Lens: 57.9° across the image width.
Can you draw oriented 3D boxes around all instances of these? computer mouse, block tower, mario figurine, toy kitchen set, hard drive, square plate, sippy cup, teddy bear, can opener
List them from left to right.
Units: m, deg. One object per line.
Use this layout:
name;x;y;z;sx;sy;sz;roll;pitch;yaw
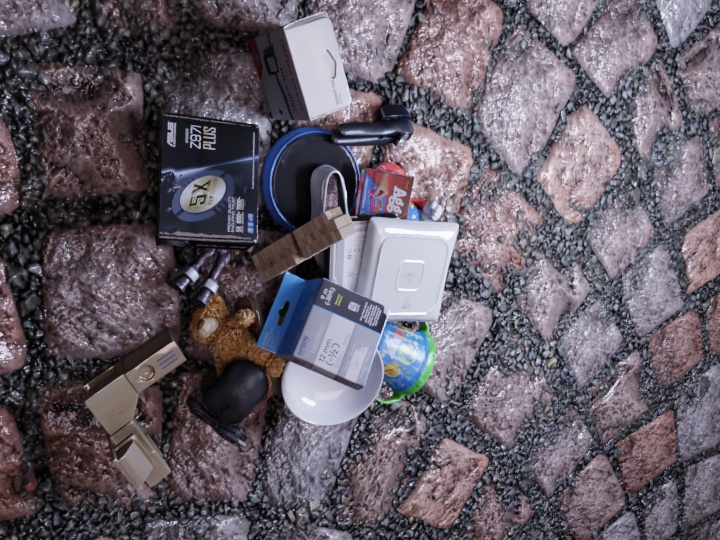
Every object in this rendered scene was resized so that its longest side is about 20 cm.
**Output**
toy kitchen set;-0.347;0.253;1.126;0.179;0.162;0.203;-34;114;-15
computer mouse;-0.232;0.240;1.167;0.137;0.053;0.201;36;125;-5
teddy bear;-0.224;0.136;1.165;0.202;0.144;0.067;55;36;-7
block tower;-0.101;-0.046;1.139;0.058;0.197;0.055;-28;91;-58
hard drive;0.000;0.000;1.202;0.136;0.038;0.205;-5;113;-21
can opener;0.025;-0.264;1.246;0.197;0.064;0.080;-19;67;-35
sippy cup;0.064;0.167;1.328;0.129;0.181;0.139;28;134;-26
mario figurine;0.078;-0.115;1.259;0.122;0.105;0.204;-26;89;-34
square plate;0.088;0.007;1.206;0.195;0.028;0.203;1;109;-28

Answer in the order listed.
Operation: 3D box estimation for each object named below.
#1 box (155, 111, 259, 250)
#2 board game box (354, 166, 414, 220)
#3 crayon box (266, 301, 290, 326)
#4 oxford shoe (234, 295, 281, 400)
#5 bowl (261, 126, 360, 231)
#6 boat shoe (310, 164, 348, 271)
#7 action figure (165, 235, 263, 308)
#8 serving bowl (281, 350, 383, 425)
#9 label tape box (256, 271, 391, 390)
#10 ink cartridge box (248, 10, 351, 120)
box;-0.256;-0.144;1.089;0.159;0.086;0.206;3;83;-21
board game box;0.036;-0.085;1.227;0.100;0.020;0.205;9;110;1
crayon box;-0.090;0.142;1.274;0.117;0.058;0.204;-26;114;-8
oxford shoe;-0.189;0.140;1.246;0.073;0.070;0.206;-24;113;-46
bowl;-0.090;-0.166;1.230;0.196;0.039;0.207;-6;104;-25
boat shoe;-0.050;-0.090;1.205;0.070;0.068;0.206;-4;104;-25
action figure;-0.254;-0.035;1.164;0.130;0.069;0.202;45;66;-21
serving bowl;-0.057;0.189;1.228;0.194;0.066;0.205;-6;116;-13
label tape box;-0.062;0.098;1.125;0.196;0.066;0.146;24;72;-6
ink cartridge box;-0.105;-0.336;1.094;0.082;0.199;0.149;-24;111;-19
